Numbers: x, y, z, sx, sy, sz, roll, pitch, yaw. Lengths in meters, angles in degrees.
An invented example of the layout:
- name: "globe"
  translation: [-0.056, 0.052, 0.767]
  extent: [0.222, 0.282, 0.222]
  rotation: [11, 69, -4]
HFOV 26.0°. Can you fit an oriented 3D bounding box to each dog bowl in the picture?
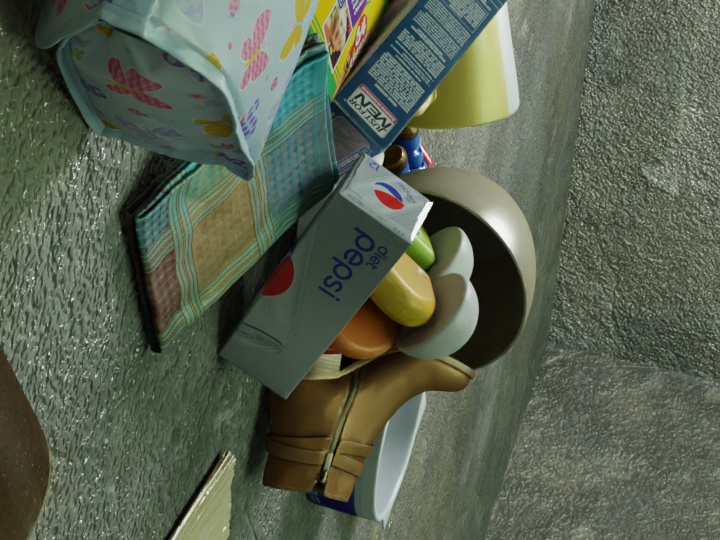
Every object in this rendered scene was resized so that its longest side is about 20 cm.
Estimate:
- name: "dog bowl"
  translation: [0.009, 0.165, 1.690]
  extent: [0.200, 0.079, 0.201]
  rotation: [14, 90, -77]

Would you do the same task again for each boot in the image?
- name: "boot"
  translation: [0.006, 0.137, 1.429]
  extent: [0.077, 0.199, 0.156]
  rotation: [5, -96, 59]

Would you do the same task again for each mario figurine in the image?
- name: "mario figurine"
  translation: [0.032, -0.078, 1.614]
  extent: [0.123, 0.106, 0.200]
  rotation: [-37, 144, -11]

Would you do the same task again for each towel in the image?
- name: "towel"
  translation: [-0.081, -0.050, 1.061]
  extent: [0.200, 0.022, 0.147]
  rotation: [-48, 152, -31]

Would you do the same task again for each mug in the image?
- name: "mug"
  translation: [0.080, -0.220, 1.447]
  extent: [0.187, 0.149, 0.154]
  rotation: [-123, -151, -64]

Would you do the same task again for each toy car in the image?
- name: "toy car"
  translation: [0.000, 0.000, 1.340]
  extent: [0.150, 0.175, 0.200]
  rotation: [-39, -157, 21]

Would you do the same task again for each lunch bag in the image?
- name: "lunch bag"
  translation: [-0.088, -0.164, 0.814]
  extent: [0.200, 0.127, 0.170]
  rotation: [92, 15, -78]

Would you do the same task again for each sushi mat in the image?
- name: "sushi mat"
  translation: [-0.142, 0.238, 1.242]
  extent: [0.200, 0.012, 0.096]
  rotation: [-59, 159, -55]

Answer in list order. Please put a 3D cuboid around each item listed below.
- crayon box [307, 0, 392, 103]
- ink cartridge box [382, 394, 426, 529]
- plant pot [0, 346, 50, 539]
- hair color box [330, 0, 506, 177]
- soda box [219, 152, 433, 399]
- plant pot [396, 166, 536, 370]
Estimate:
- name: "crayon box"
  translation: [-0.026, -0.233, 1.149]
  extent: [0.200, 0.058, 0.173]
  rotation: [-63, 161, -44]
- name: "ink cartridge box"
  translation: [0.036, 0.190, 1.925]
  extent: [0.174, 0.043, 0.200]
  rotation: [88, 19, -52]
- name: "plant pot"
  translation: [-0.199, -0.006, 0.410]
  extent: [0.187, 0.186, 0.201]
  rotation: [-59, 144, -54]
- name: "hair color box"
  translation: [0.028, -0.165, 1.260]
  extent: [0.200, 0.061, 0.100]
  rotation: [-51, -167, -29]
- name: "soda box"
  translation: [-0.029, 0.008, 1.195]
  extent: [0.200, 0.068, 0.064]
  rotation: [-51, -174, 38]
- name: "plant pot"
  translation: [0.087, -0.021, 1.504]
  extent: [0.135, 0.200, 0.201]
  rotation: [-51, 152, -49]
